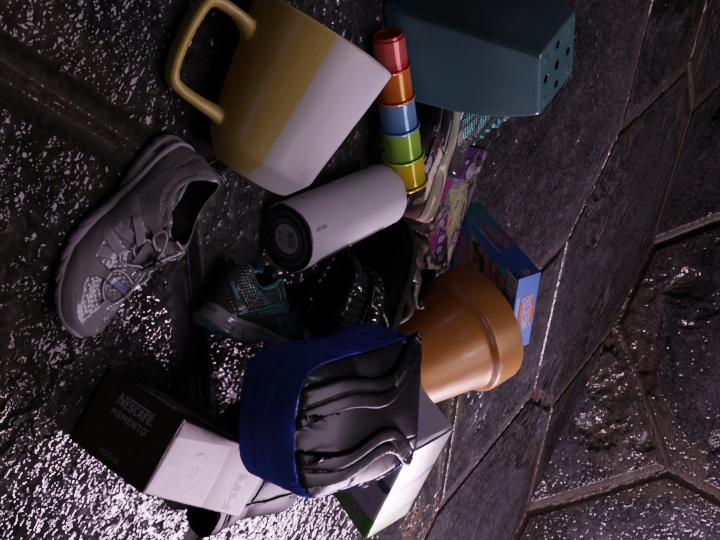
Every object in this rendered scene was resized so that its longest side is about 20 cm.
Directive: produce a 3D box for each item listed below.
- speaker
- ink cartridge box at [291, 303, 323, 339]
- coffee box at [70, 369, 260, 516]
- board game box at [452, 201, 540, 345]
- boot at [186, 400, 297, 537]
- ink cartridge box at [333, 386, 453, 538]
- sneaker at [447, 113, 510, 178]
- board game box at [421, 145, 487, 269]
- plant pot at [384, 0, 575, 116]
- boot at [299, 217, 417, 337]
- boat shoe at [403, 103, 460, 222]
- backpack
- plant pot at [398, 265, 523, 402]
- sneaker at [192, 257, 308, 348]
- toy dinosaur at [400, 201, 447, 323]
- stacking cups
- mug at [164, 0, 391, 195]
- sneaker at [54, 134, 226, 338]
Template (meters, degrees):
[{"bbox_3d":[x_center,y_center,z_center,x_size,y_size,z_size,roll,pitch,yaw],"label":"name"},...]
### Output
[{"bbox_3d":[-0.027,-0.068,1.023,0.199,0.080,0.083,-29,137,-49],"label":"speaker"},{"bbox_3d":[-0.054,0.111,1.172,0.095,0.037,0.202,-49,147,-30],"label":"ink cartridge box"},{"bbox_3d":[-0.194,0.187,0.899,0.081,0.112,0.200,-59,153,-9],"label":"coffee box"},{"bbox_3d":[0.218,0.007,1.395,0.044,0.201,0.154,-15,133,-18],"label":"board game box"},{"bbox_3d":[-0.126,0.245,1.100,0.167,0.076,0.203,-2,121,-56],"label":"boot"},{"bbox_3d":[0.020,0.220,1.091,0.083,0.146,0.202,-18,144,-35],"label":"ink cartridge box"},{"bbox_3d":[0.172,-0.222,1.203,0.078,0.089,0.204,-57,164,-69],"label":"sneaker"},{"bbox_3d":[0.137,-0.102,1.343,0.119,0.032,0.204,-4,116,-55],"label":"board game box"},{"bbox_3d":[0.154,-0.279,1.039,0.142,0.198,0.143,-49,150,-26],"label":"plant pot"},{"bbox_3d":[0.002,0.001,1.085,0.158,0.078,0.215,39,55,-52],"label":"boot"},{"bbox_3d":[0.086,-0.168,1.156,0.064,0.072,0.204,5,105,-24],"label":"boat shoe"},{"bbox_3d":[-0.045,0.152,0.914,0.198,0.165,0.166,-12,102,-52],"label":"backpack"},{"bbox_3d":[0.128,0.123,1.355,0.181,0.200,0.203,-27,137,-28],"label":"plant pot"},{"bbox_3d":[-0.108,0.042,0.979,0.200,0.076,0.093,28,83,-65],"label":"sneaker"},{"bbox_3d":[0.067,-0.011,1.222,0.103,0.076,0.202,53,53,-31],"label":"toy dinosaur"},{"bbox_3d":[0.051,-0.198,1.054,0.060,0.060,0.203,-40,137,-38],"label":"stacking cups"},{"bbox_3d":[-0.086,-0.169,0.813,0.155,0.184,0.150,-59,-174,9],"label":"mug"},{"bbox_3d":[-0.196,-0.027,0.752,0.202,0.081,0.075,-60,152,-9],"label":"sneaker"}]
